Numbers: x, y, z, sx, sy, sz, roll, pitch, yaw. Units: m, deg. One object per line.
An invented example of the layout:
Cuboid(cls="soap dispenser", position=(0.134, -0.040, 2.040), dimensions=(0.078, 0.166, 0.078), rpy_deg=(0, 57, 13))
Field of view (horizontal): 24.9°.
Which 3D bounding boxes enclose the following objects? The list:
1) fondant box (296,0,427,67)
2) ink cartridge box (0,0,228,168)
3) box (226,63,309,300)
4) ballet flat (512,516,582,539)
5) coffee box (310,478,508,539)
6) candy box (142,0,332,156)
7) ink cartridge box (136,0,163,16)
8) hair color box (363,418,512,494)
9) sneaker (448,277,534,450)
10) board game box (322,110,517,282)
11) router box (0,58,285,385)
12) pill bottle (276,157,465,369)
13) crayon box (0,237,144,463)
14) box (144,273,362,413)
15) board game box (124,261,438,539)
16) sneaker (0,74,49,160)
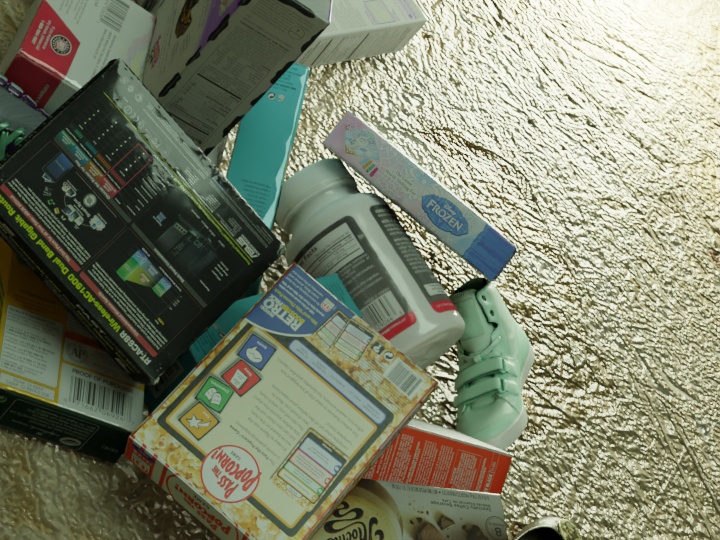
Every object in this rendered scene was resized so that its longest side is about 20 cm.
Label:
Cuboid(cls="fondant box", position=(-0.038, -0.299, 1.760), dimensions=(0.199, 0.058, 0.145), rpy_deg=(-17, 69, -49))
Cuboid(cls="ink cartridge box", position=(-0.217, -0.161, 1.456), dimensions=(0.199, 0.086, 0.148), rpy_deg=(33, 40, -19))
Cuboid(cls="box", position=(-0.092, -0.080, 1.429), dimensions=(0.049, 0.082, 0.202), rpy_deg=(13, 69, -3))
Cuboid(cls="ballet flat", position=(0.144, 0.263, 1.444), dimensions=(0.199, 0.046, 0.068), rpy_deg=(-15, 68, -48))
Cuboid(cls="coffee box", position=(0.019, 0.235, 1.304), dimensions=(0.198, 0.080, 0.114), rpy_deg=(10, 50, -22))
Cuboid(cls="candy box", position=(-0.104, -0.216, 1.377), dimensions=(0.071, 0.200, 0.169), rpy_deg=(28, 42, -24))
Cuboid(cls="ink cartridge box", position=(-0.155, -0.305, 1.587), dimensions=(0.082, 0.147, 0.201), rpy_deg=(-4, 59, -42))
Cuboid(cls="hair color box", position=(0.018, 0.151, 1.378), dimensions=(0.199, 0.101, 0.062), rpy_deg=(19, 88, -29))
Cuboid(cls="sneaker", position=(0.103, 0.087, 1.516), dimensions=(0.119, 0.073, 0.201), rpy_deg=(58, 25, -21))
Cuboid(cls="board game box", position=(0.062, -0.067, 1.557), dimensions=(0.199, 0.043, 0.200), rpy_deg=(38, 3, 4))
Cuboid(cls="router box", position=(-0.177, -0.035, 1.239), dimensions=(0.150, 0.062, 0.200), rpy_deg=(-45, 102, -18))
Cuboid(cls="pill bottle", position=(0.000, 0.000, 1.489), dimensions=(0.110, 0.111, 0.201), rpy_deg=(-14, 65, -47))
Cuboid(cls="crayon box", position=(-0.233, 0.041, 1.292), dimensions=(0.125, 0.052, 0.201), rpy_deg=(23, 45, -26))
Cuboid(cls="box", position=(-0.095, 0.060, 1.376), dimensions=(0.199, 0.082, 0.049), rpy_deg=(-16, 68, -48))
Cuboid(cls="board game box", position=(-0.059, 0.113, 1.249), dimensions=(0.151, 0.046, 0.200), rpy_deg=(40, 61, 8))
Cuboid(cls="sneaker", position=(-0.285, -0.110, 1.335), dimensions=(0.199, 0.075, 0.088), rpy_deg=(25, 8, -24))
